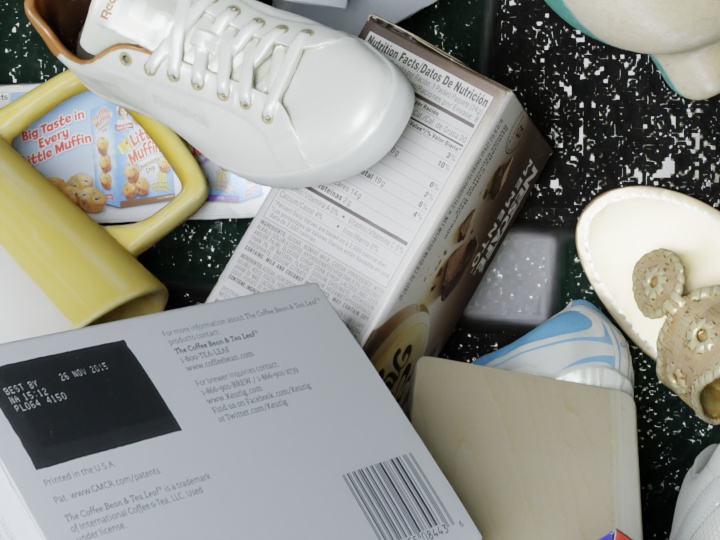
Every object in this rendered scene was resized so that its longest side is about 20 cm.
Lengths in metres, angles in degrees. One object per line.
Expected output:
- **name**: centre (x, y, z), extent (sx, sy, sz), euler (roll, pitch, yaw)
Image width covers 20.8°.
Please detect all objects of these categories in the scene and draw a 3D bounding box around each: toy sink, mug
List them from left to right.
- **mug**: centre (-0.184, -0.006, 0.943), extent (0.153, 0.186, 0.150), euler (49, 137, 9)
- **toy sink**: centre (0.051, 0.162, 0.885), extent (0.111, 0.131, 0.201), euler (10, 124, 0)

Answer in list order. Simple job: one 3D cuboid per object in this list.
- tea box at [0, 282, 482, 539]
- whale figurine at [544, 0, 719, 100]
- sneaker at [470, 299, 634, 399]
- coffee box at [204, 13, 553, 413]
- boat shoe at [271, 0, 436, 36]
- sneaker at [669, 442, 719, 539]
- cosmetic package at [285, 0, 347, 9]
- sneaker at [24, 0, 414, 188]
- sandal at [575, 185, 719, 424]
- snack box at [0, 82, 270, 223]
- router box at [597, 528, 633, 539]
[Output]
- **tea box**: centre (-0.099, 0.125, 0.749), extent (0.197, 0.199, 0.134), euler (-47, 67, 35)
- **whale figurine**: centre (0.149, -0.153, 0.820), extent (0.198, 0.104, 0.161), euler (3, 104, -33)
- **sneaker**: centre (0.051, 0.088, 0.958), extent (0.199, 0.073, 0.072), euler (-36, 117, 24)
- **coffee box**: centre (0.000, 0.000, 0.900), extent (0.079, 0.113, 0.201), euler (29, 87, 19)
- **boat shoe**: centre (0.045, -0.170, 0.925), extent (0.199, 0.069, 0.057), euler (-24, 48, 4)
- **sneaker**: centre (0.162, 0.118, 0.831), extent (0.075, 0.200, 0.093), euler (15, 81, 8)
- **cosmetic package**: centre (-0.085, -0.211, 0.911), extent (0.199, 0.051, 0.152), euler (15, 98, 35)
- **sneaker**: centre (-0.071, -0.090, 0.853), extent (0.199, 0.085, 0.073), euler (16, 78, 36)
- **sandal**: centre (0.182, 0.044, 0.918), extent (0.078, 0.070, 0.212), euler (-42, 88, 12)
- **snack box**: centre (-0.139, -0.060, 0.989), extent (0.198, 0.024, 0.073), euler (-2, 96, 11)
- **router box**: centre (0.098, 0.205, 0.774), extent (0.179, 0.049, 0.200), euler (37, 133, -16)
